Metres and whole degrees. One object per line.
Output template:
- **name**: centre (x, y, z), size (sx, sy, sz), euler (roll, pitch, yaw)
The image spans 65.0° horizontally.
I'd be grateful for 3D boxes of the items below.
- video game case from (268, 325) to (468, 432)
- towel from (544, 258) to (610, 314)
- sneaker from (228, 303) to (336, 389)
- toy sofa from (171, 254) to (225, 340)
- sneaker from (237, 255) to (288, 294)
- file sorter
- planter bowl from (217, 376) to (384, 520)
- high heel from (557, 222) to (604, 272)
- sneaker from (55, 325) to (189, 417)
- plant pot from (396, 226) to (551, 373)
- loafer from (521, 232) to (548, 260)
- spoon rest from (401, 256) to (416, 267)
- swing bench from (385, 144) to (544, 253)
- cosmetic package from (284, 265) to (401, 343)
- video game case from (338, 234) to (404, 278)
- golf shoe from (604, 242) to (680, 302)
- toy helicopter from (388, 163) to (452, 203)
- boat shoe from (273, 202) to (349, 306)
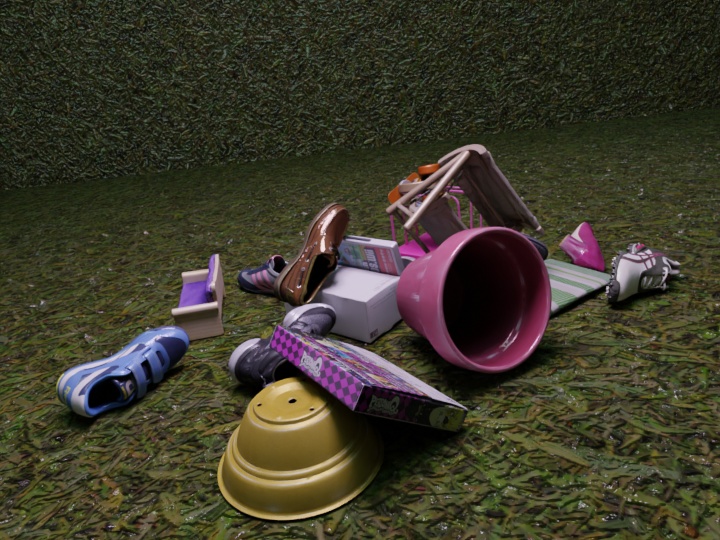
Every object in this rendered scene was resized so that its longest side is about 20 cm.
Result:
- **video game case**: centre (0.006, 0.132, 0.704), size (0.180, 0.036, 0.199), euler (23, 0, -39)
- **towel**: centre (0.343, 0.028, 1.032), size (0.198, 0.024, 0.152), euler (-19, 24, -33)
- **sneaker**: centre (-0.089, 0.120, 0.847), size (0.199, 0.076, 0.113), euler (-30, 31, -35)
- **toy sofa**: centre (-0.305, 0.046, 1.073), size (0.082, 0.099, 0.200), euler (-9, 21, -9)
- **sneaker**: centre (-0.182, 0.003, 1.168), size (0.198, 0.083, 0.070), euler (9, 25, 36)
- **file sorter**: centre (0.179, -0.113, 1.303), size (0.138, 0.127, 0.199), euler (10, 26, 39)
- **planter bowl**: centre (-0.074, 0.183, 0.657), size (0.197, 0.085, 0.201), euler (-6, 21, 2)
- **high heel**: centre (0.470, -0.044, 1.158), size (0.096, 0.068, 0.199), euler (41, 23, 18)
- **sneaker**: centre (-0.338, 0.153, 0.840), size (0.199, 0.075, 0.082), euler (-31, 32, -33)
- **plant pot**: centre (0.150, 0.039, 0.843), size (0.198, 0.203, 0.178), euler (-16, 8, -25)
- **loafer**: centre (0.285, -0.058, 1.168), size (0.197, 0.073, 0.063), euler (6, 33, 4)
- **spoon rest**: centre (0.064, 0.022, 1.052), size (0.060, 0.101, 0.199), euler (-28, 14, -28)
- **swing bench**: centre (0.191, -0.094, 1.040), size (0.200, 0.199, 0.130), euler (-42, 23, 3)
- **cosmetic package**: centre (-0.031, 0.051, 0.996), size (0.198, 0.082, 0.112), euler (8, 26, 36)
- **video game case**: centre (0.000, 0.000, 1.037), size (0.198, 0.144, 0.017), euler (11, 42, 38)
- **golf shoe**: centre (0.487, 0.004, 0.977), size (0.087, 0.078, 0.199), euler (20, 32, 37)
- **toy helicopter**: centre (0.146, -0.189, 1.265), size (0.131, 0.080, 0.199), euler (-7, 7, 31)
- **boat shoe**: centre (-0.064, -0.024, 0.954), size (0.067, 0.072, 0.202), euler (14, 68, 40)
